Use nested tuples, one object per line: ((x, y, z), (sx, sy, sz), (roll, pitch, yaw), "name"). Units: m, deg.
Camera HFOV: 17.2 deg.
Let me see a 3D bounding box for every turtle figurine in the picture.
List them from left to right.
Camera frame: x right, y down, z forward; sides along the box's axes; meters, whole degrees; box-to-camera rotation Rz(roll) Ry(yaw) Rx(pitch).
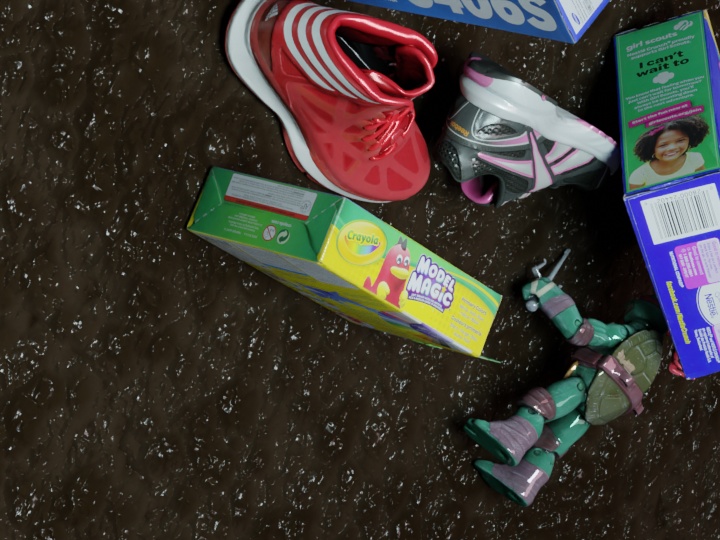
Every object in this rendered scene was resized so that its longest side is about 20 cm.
((0.158, 0.068, 1.692), (0.200, 0.101, 0.150), (-47, 132, -20), "turtle figurine")

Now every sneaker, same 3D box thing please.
((0.010, -0.094, 1.459), (0.200, 0.115, 0.078), (38, 73, -46), "sneaker")
((0.101, -0.081, 1.597), (0.086, 0.080, 0.200), (-57, 147, 6), "sneaker")

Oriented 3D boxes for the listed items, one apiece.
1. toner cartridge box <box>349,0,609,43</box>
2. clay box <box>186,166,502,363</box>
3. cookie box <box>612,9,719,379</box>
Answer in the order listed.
((0.045, -0.195, 1.404), (0.043, 0.200, 0.095), (-50, 133, -24), "toner cartridge box")
((0.000, 0.000, 1.479), (0.200, 0.115, 0.048), (29, 79, -49), "clay box")
((0.235, -0.056, 1.674), (0.200, 0.075, 0.171), (-87, 159, -52), "cookie box")
